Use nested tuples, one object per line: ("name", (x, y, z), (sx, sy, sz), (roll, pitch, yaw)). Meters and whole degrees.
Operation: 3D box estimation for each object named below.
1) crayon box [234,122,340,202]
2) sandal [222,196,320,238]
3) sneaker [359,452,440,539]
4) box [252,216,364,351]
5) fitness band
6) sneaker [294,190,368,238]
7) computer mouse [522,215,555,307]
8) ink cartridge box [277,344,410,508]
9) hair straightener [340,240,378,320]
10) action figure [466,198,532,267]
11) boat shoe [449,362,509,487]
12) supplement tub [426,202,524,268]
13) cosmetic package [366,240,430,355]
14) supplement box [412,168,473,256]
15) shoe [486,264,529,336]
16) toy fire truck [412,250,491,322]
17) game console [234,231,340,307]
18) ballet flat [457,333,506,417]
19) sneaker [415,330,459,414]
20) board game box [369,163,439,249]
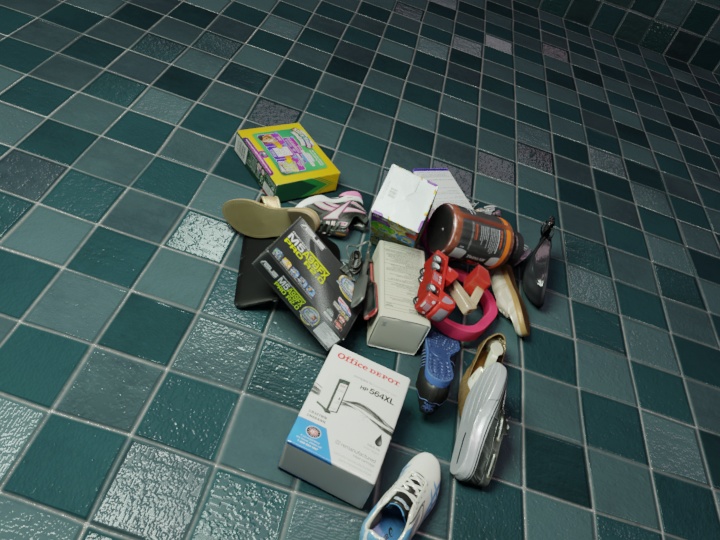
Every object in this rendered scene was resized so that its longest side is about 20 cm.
("crayon box", (-0.169, -0.251, 1.393), (0.170, 0.059, 0.201), (-15, 54, -34))
("sandal", (-0.164, -0.110, 1.187), (0.207, 0.079, 0.070), (8, 31, 22))
("sneaker", (0.067, 0.338, 0.883), (0.071, 0.073, 0.200), (32, 43, 15))
("box", (-0.083, 0.019, 1.075), (0.201, 0.044, 0.161), (50, 29, -8))
("fitness band", (0.197, 0.067, 1.206), (0.143, 0.038, 0.199), (44, 36, 13))
("sneaker", (-0.062, -0.108, 1.280), (0.197, 0.081, 0.087), (-19, 65, -28))
("computer mouse", (0.388, -0.009, 1.336), (0.051, 0.140, 0.203), (9, 54, 15))
("ink cartridge box", (-0.021, 0.234, 0.943), (0.143, 0.085, 0.202), (23, 44, 4))
("hair straightener", (0.000, 0.000, 1.130), (0.077, 0.041, 0.202), (40, 32, -24))
("action figure", (0.303, -0.095, 1.390), (0.200, 0.069, 0.130), (46, 3, 9))
("boat shoe", (0.208, 0.255, 1.002), (0.070, 0.072, 0.203), (30, 71, -14))
("supplement tub", (0.238, -0.064, 1.232), (0.196, 0.108, 0.108), (12, 41, -27))
("cosmetic package", (0.069, 0.049, 1.161), (0.101, 0.088, 0.203), (15, 42, -10))
("supplement box", (0.182, -0.128, 1.372), (0.101, 0.102, 0.202), (-5, 48, -24))
("shoe", (0.309, 0.059, 1.277), (0.070, 0.053, 0.203), (46, 27, -42))
("toy fire truck", (0.176, 0.037, 1.141), (0.140, 0.049, 0.202), (35, 36, -11))
("game console", (-0.134, 0.008, 1.176), (0.175, 0.116, 0.203), (34, 35, -32))
("ballet flat", (0.227, 0.185, 1.096), (0.067, 0.073, 0.201), (28, 43, 9))
("sneaker", (0.132, 0.176, 1.080), (0.069, 0.079, 0.200), (22, 21, 6))
("board game box", (0.084, -0.111, 1.228), (0.101, 0.200, 0.107), (25, 77, 5))
